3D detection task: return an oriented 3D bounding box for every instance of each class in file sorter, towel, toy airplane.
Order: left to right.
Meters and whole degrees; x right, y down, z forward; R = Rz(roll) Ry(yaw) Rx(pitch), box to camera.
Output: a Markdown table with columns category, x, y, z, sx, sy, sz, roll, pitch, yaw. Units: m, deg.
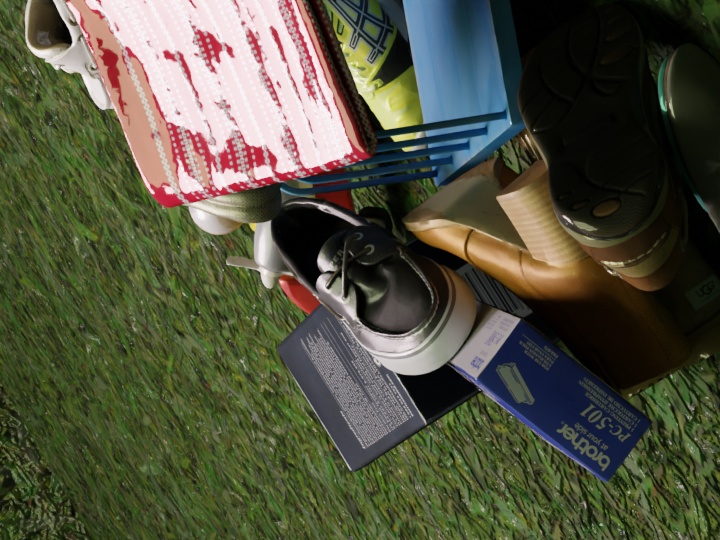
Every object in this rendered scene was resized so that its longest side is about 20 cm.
| category | x | y | z | sx | sy | sz | roll | pitch | yaw |
| --- | --- | --- | --- | --- | --- | --- | --- | --- | --- |
| towel | -0.081 | -0.113 | 1.364 | 0.199 | 0.022 | 0.146 | -10 | 105 | 51 |
| toy airplane | -0.057 | -0.071 | 1.750 | 0.200 | 0.140 | 0.201 | 77 | 178 | -76 |
| file sorter | 0.009 | -0.127 | 1.442 | 0.200 | 0.122 | 0.140 | 144 | 117 | -77 |

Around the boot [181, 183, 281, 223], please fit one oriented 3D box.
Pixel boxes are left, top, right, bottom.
| category | x | y | z | sx | sy | sz | roll | pitch | yaw |
| --- | --- | --- | --- | --- | --- | --- | --- | --- | --- |
| boot | -0.105 | -0.125 | 1.479 | 0.200 | 0.072 | 0.156 | 39 | 140 | 54 |

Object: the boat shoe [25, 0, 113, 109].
| category | x | y | z | sx | sy | sz | roll | pitch | yaw |
| --- | --- | --- | --- | --- | --- | --- | --- | --- | --- |
| boat shoe | -0.196 | -0.169 | 1.657 | 0.071 | 0.069 | 0.201 | 49 | 163 | 28 |

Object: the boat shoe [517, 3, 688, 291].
| category | x | y | z | sx | sy | sz | roll | pitch | yaw |
| --- | --- | --- | --- | --- | --- | --- | --- | --- | --- |
| boat shoe | 0.132 | -0.062 | 1.299 | 0.074 | 0.075 | 0.201 | 55 | -158 | -33 |

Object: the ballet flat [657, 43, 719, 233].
| category | x | y | z | sx | sy | sz | roll | pitch | yaw |
| --- | --- | --- | --- | --- | --- | --- | --- | --- | --- |
| ballet flat | 0.215 | -0.032 | 1.283 | 0.063 | 0.067 | 0.201 | -2 | 123 | 37 |

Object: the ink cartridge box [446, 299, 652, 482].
| category | x | y | z | sx | sy | sz | roll | pitch | yaw |
| --- | --- | --- | --- | --- | --- | --- | --- | --- | --- |
| ink cartridge box | 0.098 | 0.064 | 1.398 | 0.094 | 0.044 | 0.200 | 38 | 178 | -6 |

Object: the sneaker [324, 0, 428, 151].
| category | x | y | z | sx | sy | sz | roll | pitch | yaw |
| --- | --- | --- | --- | --- | --- | --- | --- | --- | --- |
| sneaker | -0.012 | -0.162 | 1.603 | 0.201 | 0.076 | 0.075 | 63 | 159 | -15 |

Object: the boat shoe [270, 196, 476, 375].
| category | x | y | z | sx | sy | sz | roll | pitch | yaw |
| --- | --- | --- | --- | --- | --- | --- | --- | --- | --- |
| boat shoe | 0.000 | 0.000 | 1.460 | 0.066 | 0.070 | 0.200 | 34 | -175 | -30 |

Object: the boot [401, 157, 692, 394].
| category | x | y | z | sx | sy | sz | roll | pitch | yaw |
| --- | --- | --- | --- | --- | --- | --- | --- | --- | --- |
| boot | 0.105 | 0.009 | 1.414 | 0.144 | 0.071 | 0.201 | 56 | 163 | -11 |

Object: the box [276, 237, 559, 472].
| category | x | y | z | sx | sy | sz | roll | pitch | yaw |
| --- | --- | --- | --- | --- | --- | --- | --- | --- | --- |
| box | 0.049 | 0.040 | 1.646 | 0.107 | 0.148 | 0.200 | 57 | 160 | 5 |

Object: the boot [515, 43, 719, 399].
| category | x | y | z | sx | sy | sz | roll | pitch | yaw |
| --- | --- | --- | --- | --- | --- | --- | --- | --- | --- |
| boot | 0.140 | -0.030 | 1.456 | 0.201 | 0.066 | 0.175 | 58 | 152 | 3 |
